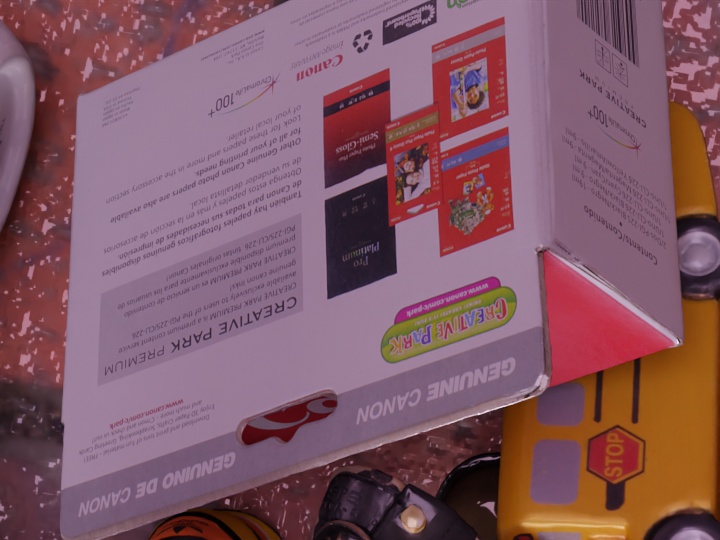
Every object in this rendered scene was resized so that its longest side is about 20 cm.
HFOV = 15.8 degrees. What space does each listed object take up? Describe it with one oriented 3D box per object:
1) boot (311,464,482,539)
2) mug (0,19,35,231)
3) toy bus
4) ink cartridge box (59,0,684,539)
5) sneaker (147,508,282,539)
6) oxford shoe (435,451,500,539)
[{"bbox_3d":[-0.034,0.124,0.798,0.200,0.073,0.151,42,64,-17],"label":"boot"},{"bbox_3d":[-0.221,-0.037,0.934,0.174,0.148,0.202,17,87,9],"label":"mug"},{"bbox_3d":[0.089,0.043,0.872,0.078,0.065,0.201,1,62,9],"label":"toy bus"},{"bbox_3d":[0.000,0.000,0.855,0.199,0.084,0.177,-20,56,33],"label":"ink cartridge box"},{"bbox_3d":[-0.051,0.182,0.902,0.069,0.090,0.202,-9,81,9],"label":"sneaker"},{"bbox_3d":[0.083,0.150,0.885,0.072,0.084,0.201,-31,77,8],"label":"oxford shoe"}]
